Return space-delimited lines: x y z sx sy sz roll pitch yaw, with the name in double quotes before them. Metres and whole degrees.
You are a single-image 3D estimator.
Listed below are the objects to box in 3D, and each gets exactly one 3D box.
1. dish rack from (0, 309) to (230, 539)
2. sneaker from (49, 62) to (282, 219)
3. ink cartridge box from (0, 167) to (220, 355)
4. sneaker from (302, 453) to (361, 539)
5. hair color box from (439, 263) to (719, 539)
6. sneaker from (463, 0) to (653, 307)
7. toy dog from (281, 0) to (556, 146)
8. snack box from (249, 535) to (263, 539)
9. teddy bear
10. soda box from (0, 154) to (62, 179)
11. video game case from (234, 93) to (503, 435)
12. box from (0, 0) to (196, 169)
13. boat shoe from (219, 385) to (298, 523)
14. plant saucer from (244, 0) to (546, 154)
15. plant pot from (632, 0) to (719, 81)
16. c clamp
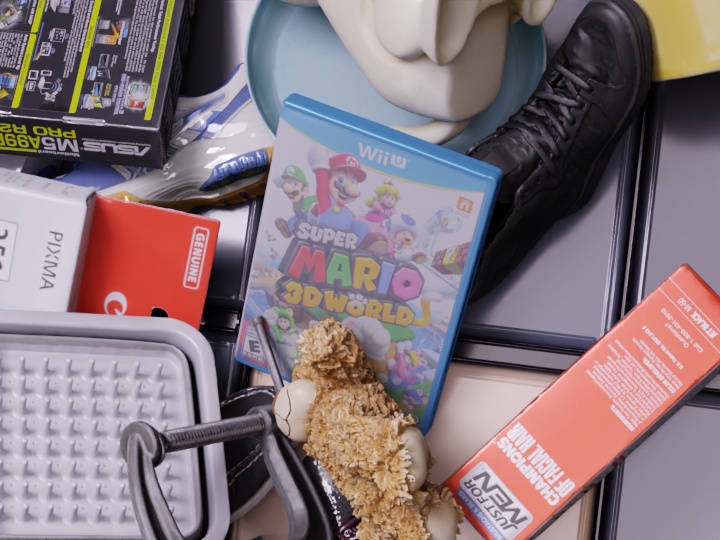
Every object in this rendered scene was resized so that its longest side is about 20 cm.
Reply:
"dish rack" -0.185 0.106 0.980 0.199 0.044 0.172 3 54 -18
"sneaker" -0.143 -0.077 1.094 0.199 0.075 0.089 -17 73 -1
"ink cartridge box" -0.196 0.045 1.049 0.173 0.044 0.201 12 105 -1
"sneaker" 0.026 0.189 1.003 0.076 0.116 0.200 -41 79 3
"hair color box" 0.147 0.089 0.996 0.200 0.111 0.064 -44 77 2
"sneaker" 0.110 -0.074 0.996 0.104 0.200 0.060 -24 54 -36
"toy dog" 0.014 -0.193 1.001 0.200 0.194 0.139 36 52 27
"snack box" -0.152 0.243 1.002 0.199 0.169 0.068 -29 82 5
"teddy bear" -0.002 0.104 0.954 0.067 0.145 0.200 -29 45 -8
"soda box" -0.258 -0.059 1.109 0.068 0.063 0.201 21 87 11
"video game case" 0.000 0.000 1.023 0.143 0.018 0.201 21 123 12
"box" -0.194 -0.166 1.066 0.159 0.044 0.201 5 58 0
"boat shoe" -0.125 0.139 1.046 0.200 0.060 0.074 -36 52 -7
"plant saucer" 0.023 -0.140 1.067 0.199 0.027 0.201 -1 71 3
"plant pot" 0.223 -0.222 0.985 0.200 0.201 0.190 -11 96 9
"c clamp" -0.081 0.120 0.963 0.027 0.200 0.171 -30 82 27
